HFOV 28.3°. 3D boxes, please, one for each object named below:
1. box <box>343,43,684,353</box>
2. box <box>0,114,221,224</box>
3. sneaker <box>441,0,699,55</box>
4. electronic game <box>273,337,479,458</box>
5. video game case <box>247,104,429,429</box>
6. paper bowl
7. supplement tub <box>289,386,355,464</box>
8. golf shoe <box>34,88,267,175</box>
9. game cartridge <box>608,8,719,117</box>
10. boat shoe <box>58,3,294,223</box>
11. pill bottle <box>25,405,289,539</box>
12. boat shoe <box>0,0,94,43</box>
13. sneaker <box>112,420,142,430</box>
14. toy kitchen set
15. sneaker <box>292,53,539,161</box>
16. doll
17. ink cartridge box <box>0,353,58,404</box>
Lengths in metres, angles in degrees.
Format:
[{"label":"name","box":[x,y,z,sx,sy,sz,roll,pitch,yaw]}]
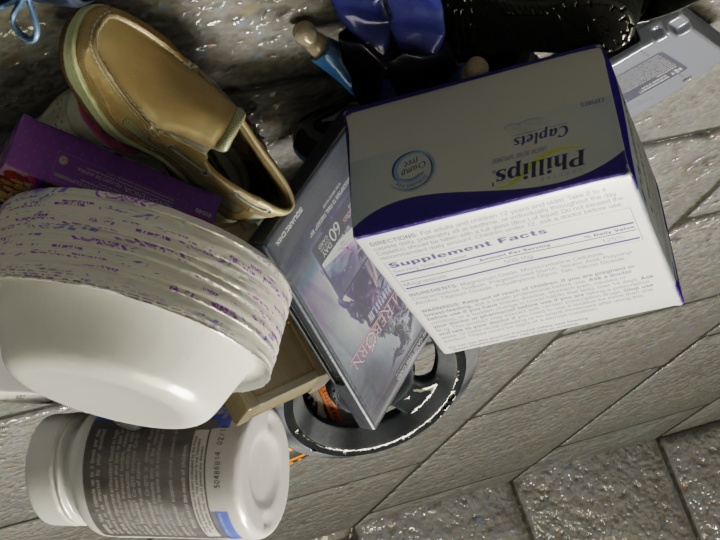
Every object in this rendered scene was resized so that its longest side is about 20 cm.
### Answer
[{"label":"box","box":[0.108,-0.041,0.983,0.183,0.105,0.200,-13,151,16]},{"label":"box","box":[-0.193,-0.034,0.978,0.136,0.039,0.200,23,158,-18]},{"label":"sneaker","box":[0.129,-0.192,0.955,0.199,0.104,0.060,9,134,20]},{"label":"electronic game","box":[0.008,0.088,1.224,0.199,0.042,0.200,-12,133,-14]},{"label":"video game case","box":[0.000,0.000,1.054,0.019,0.143,0.200,6,140,37]},{"label":"paper bowl","box":[-0.151,0.035,0.924,0.200,0.105,0.201,12,160,4]},{"label":"supplement tub","box":[-0.086,0.121,1.311,0.199,0.123,0.123,-26,163,-6]},{"label":"golf shoe","box":[-0.144,-0.088,1.000,0.091,0.076,0.200,-20,157,32]},{"label":"game cartridge","box":[0.203,-0.156,1.204,0.200,0.041,0.133,-28,157,26]},{"label":"boat shoe","box":[-0.105,-0.097,0.902,0.076,0.072,0.200,10,159,37]},{"label":"pill bottle","box":[-0.170,0.166,1.193,0.199,0.114,0.114,-2,168,19]},{"label":"boat shoe","box":[-0.156,-0.169,0.731,0.199,0.069,0.084,-21,162,5]},{"label":"sneaker","box":[-0.236,0.045,1.138,0.090,0.200,0.067,-18,-158,39]},{"label":"toy kitchen set","box":[-0.088,0.020,1.150,0.163,0.200,0.180,-23,166,-27]},{"label":"sneaker","box":[0.041,-0.131,1.079,0.199,0.071,0.083,-17,139,1]},{"label":"doll","box":[0.017,-0.146,0.945,0.136,0.049,0.200,11,155,16]},{"label":"ink cartridge box","box":[-0.274,0.078,1.219,0.199,0.067,0.116,3,170,-15]}]
